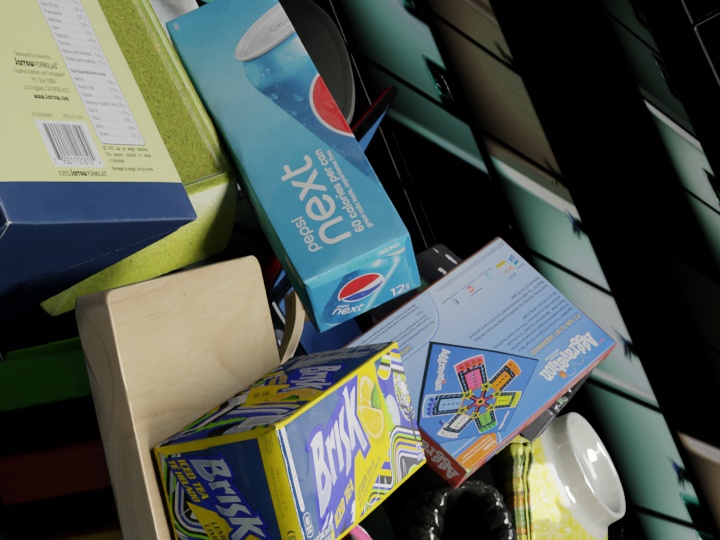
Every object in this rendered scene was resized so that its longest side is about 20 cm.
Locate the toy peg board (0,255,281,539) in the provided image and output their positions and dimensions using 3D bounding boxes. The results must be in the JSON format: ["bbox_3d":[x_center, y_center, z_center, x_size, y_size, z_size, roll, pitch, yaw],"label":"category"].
[{"bbox_3d":[-0.107,0.106,1.232,0.200,0.098,0.199,-17,95,-71],"label":"toy peg board"}]

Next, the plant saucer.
[{"bbox_3d":[-0.148,-0.091,1.378,0.200,0.048,0.200,63,28,1],"label":"plant saucer"}]

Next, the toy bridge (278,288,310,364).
[{"bbox_3d":[-0.026,0.108,1.455,0.067,0.027,0.200,-2,76,-22],"label":"toy bridge"}]

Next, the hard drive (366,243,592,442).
[{"bbox_3d":[0.079,0.045,1.633,0.140,0.038,0.200,38,10,5],"label":"hard drive"}]

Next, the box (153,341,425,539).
[{"bbox_3d":[-0.030,0.089,1.216,0.200,0.064,0.070,-30,107,-70],"label":"box"}]

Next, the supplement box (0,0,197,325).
[{"bbox_3d":[-0.204,-0.082,1.125,0.200,0.134,0.200,65,18,7],"label":"supplement box"}]

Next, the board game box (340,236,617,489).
[{"bbox_3d":[0.070,0.051,1.503,0.103,0.019,0.200,42,36,11],"label":"board game box"}]

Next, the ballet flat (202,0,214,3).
[{"bbox_3d":[-0.129,-0.250,1.569,0.068,0.072,0.200,-3,43,-51],"label":"ballet flat"}]

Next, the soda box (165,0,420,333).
[{"bbox_3d":[-0.040,-0.068,1.446,0.200,0.068,0.064,61,-7,28],"label":"soda box"}]

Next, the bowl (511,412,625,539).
[{"bbox_3d":[0.115,0.154,1.708,0.200,0.108,0.200,53,20,-29],"label":"bowl"}]

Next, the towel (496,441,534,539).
[{"bbox_3d":[0.102,0.210,1.576,0.086,0.018,0.200,112,-25,-79],"label":"towel"}]

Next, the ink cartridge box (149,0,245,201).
[{"bbox_3d":[-0.144,-0.107,1.496,0.200,0.057,0.163,-18,80,-57],"label":"ink cartridge box"}]

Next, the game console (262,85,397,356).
[{"bbox_3d":[0.000,0.000,1.596,0.172,0.119,0.200,59,19,-8],"label":"game console"}]

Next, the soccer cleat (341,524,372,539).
[{"bbox_3d":[0.009,0.229,1.399,0.086,0.070,0.200,38,28,-85],"label":"soccer cleat"}]

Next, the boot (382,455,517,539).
[{"bbox_3d":[0.049,0.139,1.503,0.158,0.079,0.211,67,7,-72],"label":"boot"}]

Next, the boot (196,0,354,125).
[{"bbox_3d":[-0.044,-0.115,1.640,0.200,0.069,0.174,59,-6,35],"label":"boot"}]
